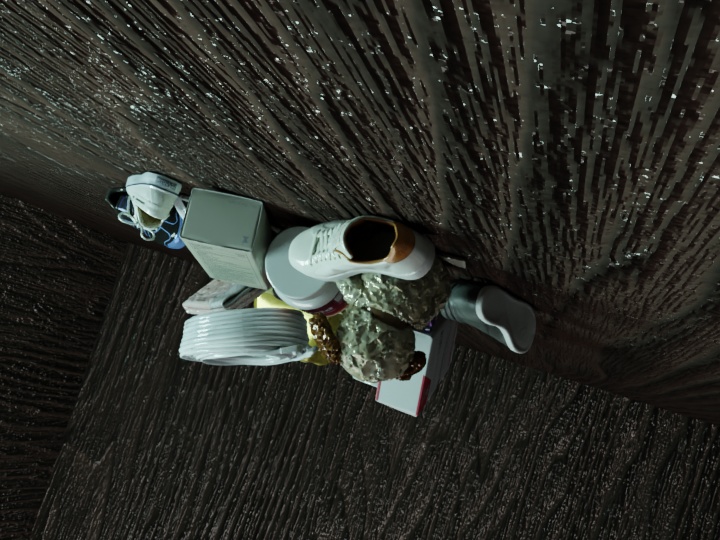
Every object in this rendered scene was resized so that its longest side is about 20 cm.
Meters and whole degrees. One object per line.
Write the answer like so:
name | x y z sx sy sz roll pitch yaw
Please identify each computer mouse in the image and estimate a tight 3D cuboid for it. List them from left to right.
computer mouse | -0.218 -0.071 1.075 0.196 0.045 0.109 20 175 -15

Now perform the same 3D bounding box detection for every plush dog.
plush dog | 0.031 0.052 0.803 0.196 0.176 0.160 19 175 -18

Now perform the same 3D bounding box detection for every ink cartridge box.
ink cartridge box | 0.106 0.135 1.146 0.081 0.149 0.200 15 -160 18

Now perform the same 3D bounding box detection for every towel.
towel | -0.195 0.013 1.130 0.189 0.198 0.033 -2 119 56

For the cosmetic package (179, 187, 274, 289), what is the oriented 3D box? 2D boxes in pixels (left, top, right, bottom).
cosmetic package | -0.182 -0.039 0.944 0.101 0.075 0.200 12 164 1

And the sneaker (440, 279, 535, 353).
sneaker | 0.191 0.064 0.987 0.098 0.072 0.199 14 167 43

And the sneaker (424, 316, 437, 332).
sneaker | 0.060 0.033 0.968 0.197 0.090 0.074 23 172 -40

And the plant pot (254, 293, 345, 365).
plant pot | -0.108 0.080 1.344 0.190 0.205 0.195 15 174 20

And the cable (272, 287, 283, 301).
cable | -0.049 0.031 1.120 0.194 0.051 0.098 -2 142 5

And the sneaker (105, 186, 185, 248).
sneaker | -0.364 -0.093 1.117 0.198 0.072 0.077 24 -177 41

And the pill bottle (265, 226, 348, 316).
pill bottle | -0.070 0.004 0.967 0.111 0.117 0.200 16 174 10

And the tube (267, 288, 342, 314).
tube | -0.124 0.035 1.218 0.196 0.053 0.058 20 -154 29

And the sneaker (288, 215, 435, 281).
sneaker | -0.018 -0.034 0.737 0.196 0.075 0.084 -1 161 36

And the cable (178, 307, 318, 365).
cable | -0.176 0.103 1.000 0.195 0.071 0.200 3 166 -19

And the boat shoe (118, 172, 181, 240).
boat shoe | -0.319 -0.091 0.989 0.073 0.088 0.200 20 173 -29

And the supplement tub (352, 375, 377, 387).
supplement tub | 0.068 0.139 1.346 0.137 0.205 0.140 17 174 2
